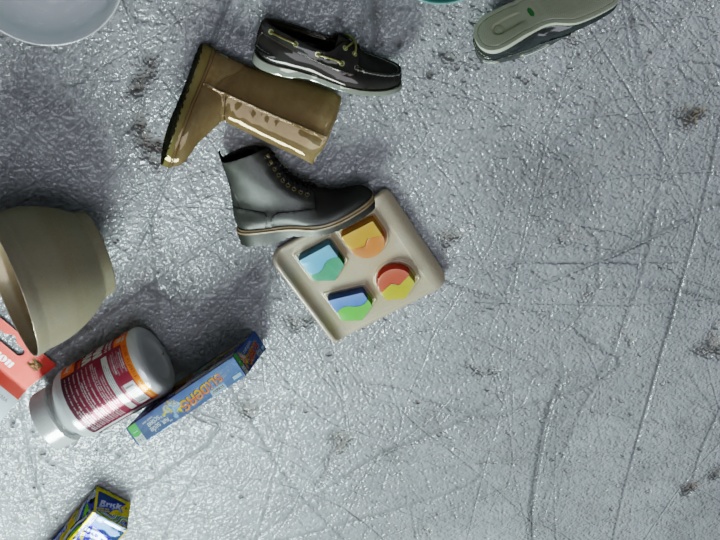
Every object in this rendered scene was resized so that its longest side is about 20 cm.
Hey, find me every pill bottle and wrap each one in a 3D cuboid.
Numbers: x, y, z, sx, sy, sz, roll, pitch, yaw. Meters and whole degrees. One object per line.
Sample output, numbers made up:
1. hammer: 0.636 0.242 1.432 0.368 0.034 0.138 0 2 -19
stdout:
1. pill bottle: -0.381 0.175 1.766 0.199 0.110 0.110 -29 120 11

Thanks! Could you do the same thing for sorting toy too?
1. sorting toy: 0.000 0.000 1.743 0.199 0.037 0.186 -30 120 12

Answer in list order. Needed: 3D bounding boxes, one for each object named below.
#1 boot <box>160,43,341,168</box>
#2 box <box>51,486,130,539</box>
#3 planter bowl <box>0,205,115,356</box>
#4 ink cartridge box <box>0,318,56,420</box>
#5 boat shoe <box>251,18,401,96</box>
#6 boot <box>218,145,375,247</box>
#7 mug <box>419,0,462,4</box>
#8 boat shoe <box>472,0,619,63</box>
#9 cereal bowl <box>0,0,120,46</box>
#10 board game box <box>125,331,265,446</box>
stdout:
1. boot: -0.144 -0.185 1.577 0.198 0.066 0.177 21 99 -18
2. box: -0.456 0.446 1.952 0.070 0.065 0.200 33 114 -23
3. planter bowl: -0.414 -0.002 1.624 0.134 0.200 0.202 -22 126 -24
4. ink cartridge box: -0.578 0.159 1.773 0.199 0.057 0.163 -34 119 20
5. boat shoe: -0.037 -0.276 1.549 0.199 0.072 0.061 10 124 -9
6. boot: -0.088 -0.119 1.643 0.198 0.078 0.140 -15 117 2
7. mug: 0.110 -0.416 1.454 0.183 0.115 0.153 -10 122 -1
8. boat shoe: 0.240 -0.325 1.564 0.198 0.072 0.068 -22 158 -1
9. cereal bowl: -0.379 -0.378 1.443 0.198 0.084 0.202 -3 122 -5
10. board game box: -0.239 0.172 1.765 0.199 0.135 0.035 -34 96 15
